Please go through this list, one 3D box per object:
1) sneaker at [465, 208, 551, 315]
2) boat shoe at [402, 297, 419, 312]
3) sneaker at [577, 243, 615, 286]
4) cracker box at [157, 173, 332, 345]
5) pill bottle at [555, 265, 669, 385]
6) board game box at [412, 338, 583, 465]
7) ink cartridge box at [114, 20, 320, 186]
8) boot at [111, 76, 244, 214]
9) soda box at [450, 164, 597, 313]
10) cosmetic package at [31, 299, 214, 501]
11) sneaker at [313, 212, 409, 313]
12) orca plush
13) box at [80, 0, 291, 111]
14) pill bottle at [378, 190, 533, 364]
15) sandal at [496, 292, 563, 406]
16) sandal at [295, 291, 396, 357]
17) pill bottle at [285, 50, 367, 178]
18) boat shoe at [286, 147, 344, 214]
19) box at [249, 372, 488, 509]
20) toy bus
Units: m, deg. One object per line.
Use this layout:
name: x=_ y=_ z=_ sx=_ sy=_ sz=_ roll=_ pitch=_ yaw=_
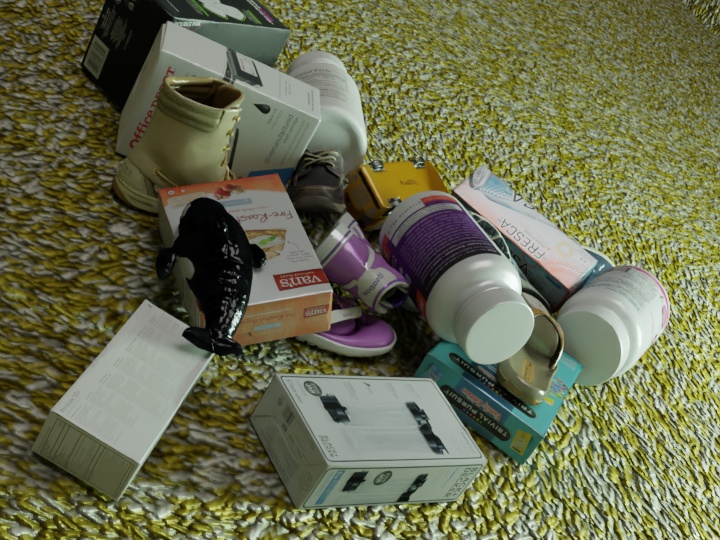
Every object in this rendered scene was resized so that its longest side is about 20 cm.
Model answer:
sneaker: x=0.154 y=-0.002 z=1.498 sx=0.200 sy=0.077 sz=0.086 roll=52 pitch=5 yaw=-28
boat shoe: x=0.087 y=-0.010 z=1.491 sx=0.068 sy=0.057 sz=0.200 roll=36 pitch=28 yaw=7
sneaker: x=0.258 y=0.003 z=1.633 sx=0.199 sy=0.075 sz=0.085 roll=14 pitch=30 yaw=-12
cracker box: x=-0.121 y=-0.013 z=1.235 sx=0.133 sy=0.058 sz=0.200 roll=-9 pitch=43 yaw=-18
pill bottle: x=0.311 y=0.070 z=1.530 sx=0.113 sy=0.114 sz=0.200 roll=39 pitch=29 yaw=14
board game box: x=0.158 y=0.116 z=1.371 sx=0.151 sy=0.047 sz=0.200 roll=36 pitch=28 yaw=8
ink cartridge box: x=-0.165 y=-0.174 z=1.406 sx=0.199 sy=0.145 sz=0.084 roll=22 pitch=30 yaw=-17
boot: x=-0.152 y=-0.126 z=1.328 sx=0.199 sy=0.156 sz=0.073 roll=14 pitch=32 yaw=-30
soda box: x=0.203 y=-0.041 z=1.560 sx=0.200 sy=0.064 sz=0.068 roll=42 pitch=59 yaw=14
cosmetic package: x=-0.193 y=0.104 z=1.029 sx=0.082 sy=0.051 sz=0.200 roll=33 pitch=27 yaw=-2
sneaker: x=0.000 y=0.001 z=1.350 sx=0.114 sy=0.073 sz=0.201 roll=39 pitch=8 yaw=-5
orca plush: x=-0.143 y=-0.014 z=1.133 sx=0.104 sy=0.071 sz=0.201 roll=6 pitch=40 yaw=1
box: x=-0.217 y=-0.278 z=1.516 sx=0.199 sy=0.149 sz=0.124 roll=-6 pitch=44 yaw=-49
pill bottle: x=0.107 y=0.009 z=1.328 sx=0.111 sy=0.112 sz=0.200 roll=12 pitch=28 yaw=-33
sandal: x=0.194 y=0.078 z=1.360 sx=0.080 sy=0.054 sz=0.200 roll=29 pitch=28 yaw=-5
sandal: x=-0.045 y=0.041 z=1.282 sx=0.202 sy=0.050 sz=0.083 roll=17 pitch=31 yaw=-23
pill bottle: x=-0.054 y=-0.209 z=1.608 sx=0.114 sy=0.115 sz=0.200 roll=22 pitch=29 yaw=-18
boat shoe: x=-0.055 y=-0.108 z=1.426 sx=0.074 sy=0.074 sz=0.200 roll=1 pitch=9 yaw=-3
box: x=0.010 y=0.159 z=1.138 sx=0.199 sy=0.060 sz=0.117 roll=5 pitch=38 yaw=-40
toy bus: x=0.043 y=-0.096 z=1.540 sx=0.200 sy=0.078 sz=0.065 roll=-13 pitch=73 yaw=-58
